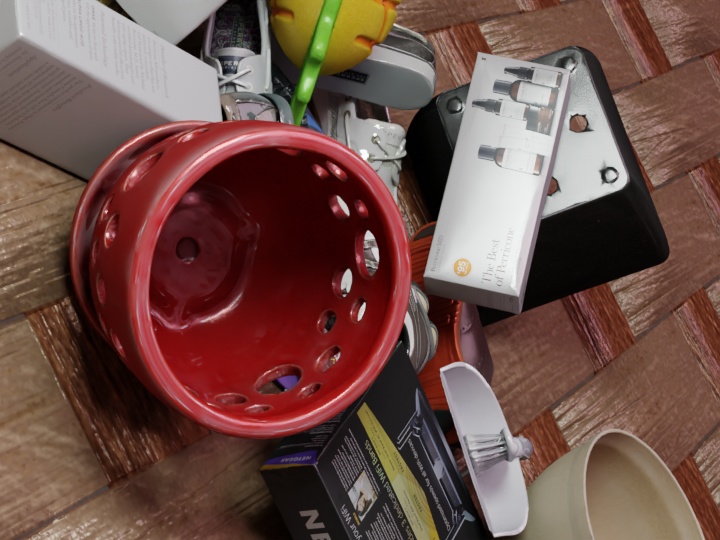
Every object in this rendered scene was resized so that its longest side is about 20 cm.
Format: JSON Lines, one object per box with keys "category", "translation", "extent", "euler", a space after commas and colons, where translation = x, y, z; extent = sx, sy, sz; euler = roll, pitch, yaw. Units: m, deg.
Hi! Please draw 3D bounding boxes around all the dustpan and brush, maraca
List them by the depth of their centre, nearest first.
{"category": "maraca", "translation": [-0.025, -0.206, 1.488], "extent": [0.106, 0.137, 0.202], "euler": [17, 64, -2]}
{"category": "dustpan and brush", "translation": [0.113, 0.146, 1.532], "extent": [0.200, 0.057, 0.141], "euler": [62, 11, -80]}

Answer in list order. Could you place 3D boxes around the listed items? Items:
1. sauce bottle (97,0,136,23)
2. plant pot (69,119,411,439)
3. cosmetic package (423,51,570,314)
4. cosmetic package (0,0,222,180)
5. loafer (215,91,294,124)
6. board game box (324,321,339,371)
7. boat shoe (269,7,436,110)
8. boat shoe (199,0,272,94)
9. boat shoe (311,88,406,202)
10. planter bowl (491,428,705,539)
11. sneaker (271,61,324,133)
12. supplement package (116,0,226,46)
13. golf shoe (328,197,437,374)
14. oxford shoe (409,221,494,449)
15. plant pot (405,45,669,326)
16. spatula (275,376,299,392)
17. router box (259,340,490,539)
{"category": "sauce bottle", "translation": [-0.199, -0.197, 1.400], "extent": [0.200, 0.066, 0.066], "euler": [47, 34, -21]}
{"category": "plant pot", "translation": [-0.091, -0.001, 1.257], "extent": [0.198, 0.182, 0.203], "euler": [-4, 98, -26]}
{"category": "cosmetic package", "translation": [0.113, -0.073, 1.537], "extent": [0.051, 0.082, 0.202], "euler": [70, 32, -70]}
{"category": "cosmetic package", "translation": [-0.198, -0.130, 1.315], "extent": [0.199, 0.101, 0.075], "euler": [26, 46, -47]}
{"category": "loafer", "translation": [-0.094, -0.033, 1.396], "extent": [0.062, 0.071, 0.203], "euler": [4, 89, -44]}
{"category": "board game box", "translation": [-0.019, 0.065, 1.490], "extent": [0.201, 0.019, 0.103], "euler": [61, 22, -9]}
{"category": "boat shoe", "translation": [-0.028, -0.197, 1.609], "extent": [0.198, 0.071, 0.064], "euler": [19, 50, -17]}
{"category": "boat shoe", "translation": [-0.098, -0.152, 1.477], "extent": [0.069, 0.071, 0.202], "euler": [84, 12, -60]}
{"category": "boat shoe", "translation": [0.006, -0.108, 1.639], "extent": [0.071, 0.069, 0.202], "euler": [16, 55, -53]}
{"category": "planter bowl", "translation": [0.192, 0.252, 1.577], "extent": [0.200, 0.134, 0.202], "euler": [36, 39, -36]}
{"category": "sneaker", "translation": [-0.050, -0.089, 1.560], "extent": [0.201, 0.066, 0.078], "euler": [56, 5, -1]}
{"category": "supplement package", "translation": [-0.111, -0.275, 1.402], "extent": [0.117, 0.117, 0.200], "euler": [47, 36, -10]}
{"category": "golf shoe", "translation": [0.000, 0.000, 1.472], "extent": [0.201, 0.077, 0.095], "euler": [59, 19, -13]}
{"category": "oxford shoe", "translation": [0.075, 0.058, 1.624], "extent": [0.072, 0.071, 0.202], "euler": [25, 57, -51]}
{"category": "plant pot", "translation": [0.152, -0.090, 1.662], "extent": [0.178, 0.198, 0.201], "euler": [61, 10, -75]}
{"category": "spatula", "translation": [-0.045, 0.117, 1.422], "extent": [0.056, 0.020, 0.201], "euler": [40, 29, -37]}
{"category": "router box", "translation": [0.018, 0.180, 1.392], "extent": [0.157, 0.052, 0.202], "euler": [-51, 123, -50]}
